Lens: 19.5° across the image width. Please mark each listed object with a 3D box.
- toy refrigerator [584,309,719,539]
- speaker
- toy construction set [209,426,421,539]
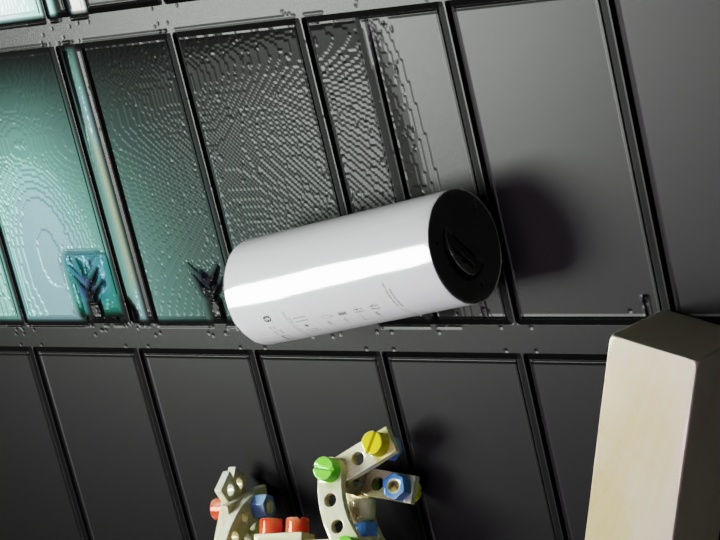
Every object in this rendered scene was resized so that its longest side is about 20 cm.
[{"bbox_3d":[0.191,0.134,1.356,0.070,0.076,0.201,17,112,32],"label":"toy refrigerator"},{"bbox_3d":[0.000,0.000,1.460,0.199,0.081,0.082,-13,102,42],"label":"speaker"},{"bbox_3d":[-0.048,0.191,1.568,0.199,0.092,0.132,-12,72,42],"label":"toy construction set"}]
